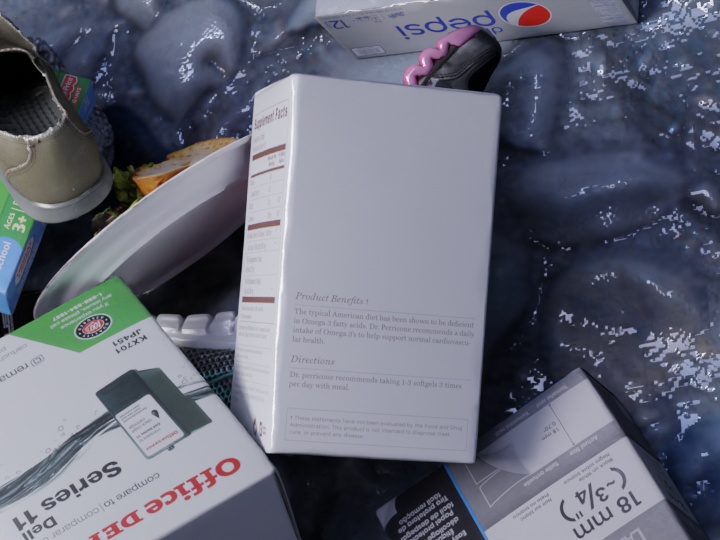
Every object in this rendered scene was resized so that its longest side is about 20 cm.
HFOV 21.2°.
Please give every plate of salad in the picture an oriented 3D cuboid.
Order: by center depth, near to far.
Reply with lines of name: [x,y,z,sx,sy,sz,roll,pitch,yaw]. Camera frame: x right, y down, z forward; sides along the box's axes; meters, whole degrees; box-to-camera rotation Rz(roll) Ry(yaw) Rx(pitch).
plate of salad: [-0.120,-0.035,1.169,0.200,0.200,0.048,-38,83,7]

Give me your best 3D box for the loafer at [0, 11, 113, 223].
loafer: [-0.208,-0.112,1.103,0.075,0.070,0.200,-34,56,-20]

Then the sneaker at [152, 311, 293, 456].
sneaker: [-0.112,0.075,1.186,0.200,0.078,0.091,-4,70,28]

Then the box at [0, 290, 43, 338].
box: [-0.296,0.098,1.222,0.200,0.086,0.164,-1,96,28]

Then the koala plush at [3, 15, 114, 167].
koala plush: [-0.292,-0.067,1.249,0.177,0.184,0.200,-1,49,29]

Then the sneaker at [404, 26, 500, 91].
sneaker: [0.043,-0.051,1.165,0.095,0.079,0.200,29,83,12]

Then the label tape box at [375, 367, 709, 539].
label tape box: [0.118,0.174,1.025,0.144,0.063,0.200,-36,56,9]

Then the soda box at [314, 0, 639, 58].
soda box: [0.074,-0.186,1.212,0.200,0.063,0.068,-5,67,26]

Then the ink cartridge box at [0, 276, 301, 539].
ink cartridge box: [-0.141,0.113,1.053,0.147,0.083,0.200,-30,44,-16]

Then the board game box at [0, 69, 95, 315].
board game box: [-0.279,-0.072,1.152,0.200,0.037,0.151,15,66,4]

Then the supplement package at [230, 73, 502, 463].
supplement package: [0.000,0.000,1.055,0.117,0.117,0.200,5,88,-14]
